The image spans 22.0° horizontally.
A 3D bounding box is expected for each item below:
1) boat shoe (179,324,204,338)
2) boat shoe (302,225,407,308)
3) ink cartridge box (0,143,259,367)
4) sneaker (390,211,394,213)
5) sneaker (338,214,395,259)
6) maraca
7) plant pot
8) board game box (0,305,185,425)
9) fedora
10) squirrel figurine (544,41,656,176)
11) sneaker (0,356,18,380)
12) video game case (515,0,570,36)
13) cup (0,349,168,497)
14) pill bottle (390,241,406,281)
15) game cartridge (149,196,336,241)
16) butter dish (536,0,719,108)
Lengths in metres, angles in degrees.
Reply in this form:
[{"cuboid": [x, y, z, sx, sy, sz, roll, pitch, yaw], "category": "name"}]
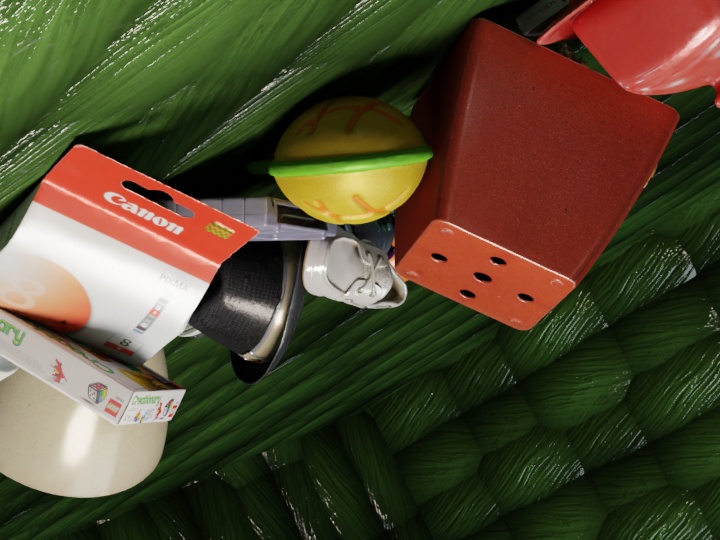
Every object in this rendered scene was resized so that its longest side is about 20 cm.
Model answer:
[{"cuboid": [-0.122, 0.019, 2.004, 0.199, 0.076, 0.060, -19, 166, 34], "category": "boat shoe"}, {"cuboid": [0.000, 0.000, 1.815, 0.069, 0.071, 0.200, 14, 178, 20], "category": "boat shoe"}, {"cuboid": [-0.193, -0.006, 1.431, 0.161, 0.050, 0.200, 26, 147, -22], "category": "ink cartridge box"}, {"cuboid": [0.035, -0.101, 1.855, 0.072, 0.073, 0.200, -43, -174, -5], "category": "sneaker"}, {"cuboid": [-0.005, -0.050, 1.937, 0.087, 0.074, 0.200, -42, 158, -16], "category": "sneaker"}, {"cuboid": [-0.018, -0.094, 1.584, 0.136, 0.108, 0.200, -6, -175, -25], "category": "maraca"}, {"cuboid": [0.132, -0.067, 1.620, 0.200, 0.199, 0.177, 128, -15, -66], "category": "plant pot"}, {"cuboid": [-0.252, 0.064, 1.525, 0.035, 0.199, 0.126, -62, 167, 4], "category": "board game box"}, {"cuboid": [-0.125, 0.017, 1.855, 0.091, 0.202, 0.200, 15, 153, -20], "category": "fedora"}, {"cuboid": [0.191, -0.124, 1.795, 0.185, 0.143, 0.200, 2, 150, 18], "category": "squirrel figurine"}, {"cuboid": [-0.396, 0.089, 1.573, 0.146, 0.081, 0.200, -24, 167, 20], "category": "sneaker"}, {"cuboid": [0.254, -0.267, 1.648, 0.181, 0.023, 0.199, -33, 170, 32], "category": "video game case"}, {"cuboid": [-0.258, 0.088, 1.714, 0.199, 0.200, 0.144, -18, 142, -45], "category": "cup"}, {"cuboid": [0.117, -0.062, 2.144, 0.199, 0.107, 0.106, -27, 171, 6], "category": "pill bottle"}, {"cuboid": [-0.110, -0.044, 1.651, 0.128, 0.039, 0.200, -5, 177, 17], "category": "game cartridge"}, {"cuboid": [0.285, -0.204, 1.540, 0.199, 0.149, 0.199, -18, 166, -46], "category": "butter dish"}]
